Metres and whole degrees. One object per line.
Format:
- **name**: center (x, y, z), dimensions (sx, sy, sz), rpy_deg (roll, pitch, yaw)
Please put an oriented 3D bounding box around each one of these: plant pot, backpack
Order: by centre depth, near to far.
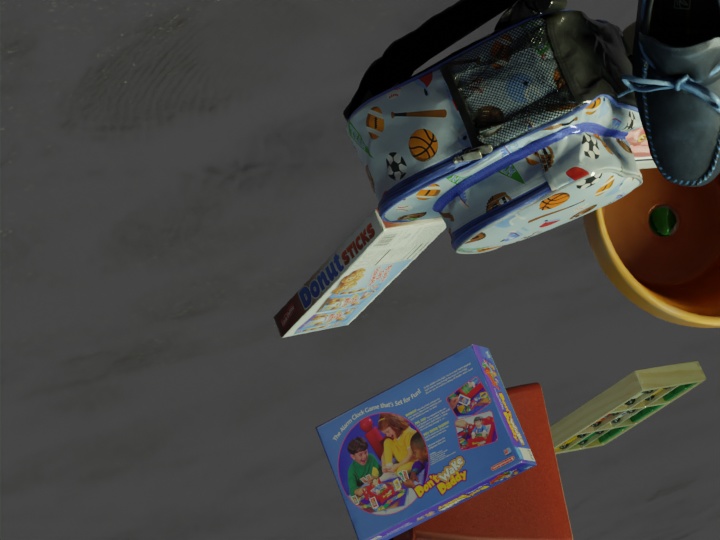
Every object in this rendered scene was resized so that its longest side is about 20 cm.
- **backpack**: center (0.093, -0.094, 1.462), dimensions (0.190, 0.155, 0.200), rpy_deg (-18, 168, 21)
- **plant pot**: center (0.267, -0.050, 1.740), dimensions (0.199, 0.201, 0.183), rpy_deg (-20, 177, -7)
- **plant pot**: center (0.106, 0.255, 2.421), dimensions (0.175, 0.201, 0.200), rpy_deg (0, 155, -21)

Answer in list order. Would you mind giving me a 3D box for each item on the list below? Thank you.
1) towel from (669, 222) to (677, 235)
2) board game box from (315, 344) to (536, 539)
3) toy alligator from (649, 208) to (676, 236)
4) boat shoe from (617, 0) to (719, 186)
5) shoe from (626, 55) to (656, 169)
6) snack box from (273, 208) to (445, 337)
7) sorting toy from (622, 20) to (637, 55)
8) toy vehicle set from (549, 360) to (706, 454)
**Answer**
- **towel**: center (0.363, -0.071, 1.929), dimensions (0.200, 0.037, 0.148), rpy_deg (-42, 158, 4)
- **board game box**: center (0.066, 0.182, 2.224), dimensions (0.199, 0.135, 0.045), rpy_deg (-29, 161, 20)
- **toy alligator**: center (0.277, -0.043, 1.959), dimensions (0.059, 0.054, 0.200), rpy_deg (-13, 160, -27)
- **boat shoe**: center (0.199, -0.147, 1.367), dimensions (0.084, 0.201, 0.069), rpy_deg (-4, -163, 17)
- **shoe**: center (0.237, -0.126, 1.595), dimensions (0.199, 0.072, 0.091), rpy_deg (-9, 149, -5)
- **snack box**: center (0.000, 0.000, 1.803), dimensions (0.072, 0.024, 0.200), rpy_deg (-11, 159, -34)
- **sorting toy**: center (0.293, -0.212, 1.468), dimensions (0.200, 0.070, 0.198), rpy_deg (-32, 160, 26)
- **toy vehicle set**: center (0.322, 0.173, 2.676), dimensions (0.124, 0.027, 0.200), rpy_deg (-6, 156, -42)
